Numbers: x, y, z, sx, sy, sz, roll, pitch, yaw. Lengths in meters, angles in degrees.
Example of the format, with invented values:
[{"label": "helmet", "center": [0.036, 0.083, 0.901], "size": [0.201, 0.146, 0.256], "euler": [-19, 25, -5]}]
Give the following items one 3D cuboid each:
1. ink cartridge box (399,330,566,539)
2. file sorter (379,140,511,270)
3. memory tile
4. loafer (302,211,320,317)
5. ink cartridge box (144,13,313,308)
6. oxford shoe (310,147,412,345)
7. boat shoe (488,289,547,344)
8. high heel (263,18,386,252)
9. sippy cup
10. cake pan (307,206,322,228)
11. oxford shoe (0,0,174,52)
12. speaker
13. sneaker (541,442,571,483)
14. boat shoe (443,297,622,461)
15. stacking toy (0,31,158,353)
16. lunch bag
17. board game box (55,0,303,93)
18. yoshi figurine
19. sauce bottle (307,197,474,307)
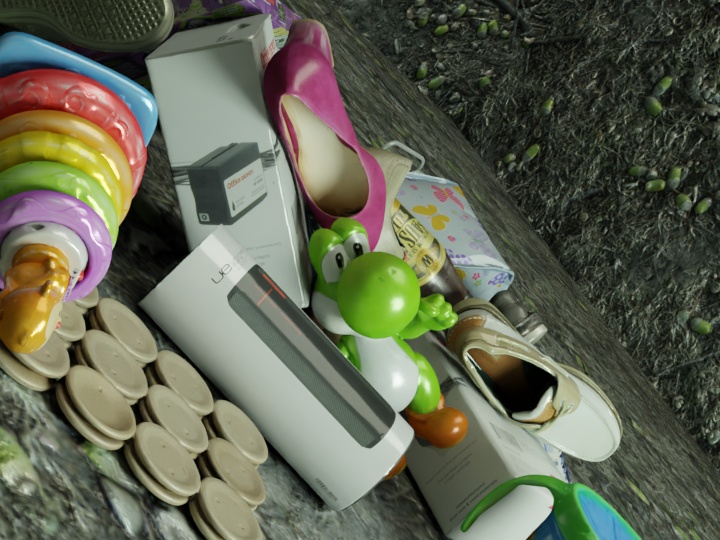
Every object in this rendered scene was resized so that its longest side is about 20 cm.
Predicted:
[{"label": "ink cartridge box", "center": [0.098, 0.154, 1.137], "size": [0.145, 0.085, 0.201], "euler": [36, 18, -45]}, {"label": "file sorter", "center": [0.069, -0.034, 1.528], "size": [0.201, 0.124, 0.139], "euler": [53, 14, 20]}, {"label": "memory tile", "center": [-0.129, 0.074, 0.749], "size": [0.200, 0.017, 0.153], "euler": [45, 12, -17]}, {"label": "loafer", "center": [-0.039, 0.016, 1.113], "size": [0.201, 0.070, 0.068], "euler": [50, 16, -4]}, {"label": "ink cartridge box", "center": [-0.093, -0.081, 0.977], "size": [0.145, 0.083, 0.202], "euler": [-87, 167, -72]}, {"label": "oxford shoe", "center": [0.000, 0.000, 1.036], "size": [0.074, 0.202, 0.070], "euler": [7, 13, -3]}, {"label": "boat shoe", "center": [0.132, 0.069, 1.278], "size": [0.057, 0.067, 0.200], "euler": [56, -18, 10]}, {"label": "high heel", "center": [-0.024, -0.072, 0.917], "size": [0.096, 0.067, 0.201], "euler": [-79, 164, -52]}, {"label": "sippy cup", "center": [0.147, 0.245, 0.916], "size": [0.139, 0.130, 0.178], "euler": [36, 17, -42]}, {"label": "cake pan", "center": [-0.061, -0.081, 1.217], "size": [0.199, 0.037, 0.201], "euler": [18, 28, -10]}, {"label": "oxford shoe", "center": [-0.220, -0.206, 1.010], "size": [0.199, 0.076, 0.058], "euler": [14, -14, 31]}, {"label": "speaker", "center": [-0.058, 0.066, 0.876], "size": [0.200, 0.081, 0.081], "euler": [48, 12, -5]}, {"label": "sneaker", "center": [0.186, 0.190, 1.331], "size": [0.200, 0.088, 0.075], "euler": [44, 11, -23]}, {"label": "boat shoe", "center": [0.150, 0.109, 1.111], "size": [0.199, 0.075, 0.069], "euler": [37, 20, -16]}, {"label": "stacking toy", "center": [-0.170, -0.026, 0.690], "size": [0.109, 0.116, 0.201], "euler": [24, 29, -25]}, {"label": "lunch bag", "center": [0.029, -0.017, 1.328], "size": [0.199, 0.128, 0.170], "euler": [8, 34, -31]}, {"label": "board game box", "center": [-0.151, -0.187, 1.080], "size": [0.120, 0.198, 0.033], "euler": [18, 62, -64]}, {"label": "yoshi figurine", "center": [0.017, 0.060, 0.952], "size": [0.113, 0.111, 0.201], "euler": [-57, 134, -51]}, {"label": "sauce bottle", "center": [0.042, -0.010, 1.134], "size": [0.200, 0.066, 0.066], "euler": [42, 13, -11]}]
